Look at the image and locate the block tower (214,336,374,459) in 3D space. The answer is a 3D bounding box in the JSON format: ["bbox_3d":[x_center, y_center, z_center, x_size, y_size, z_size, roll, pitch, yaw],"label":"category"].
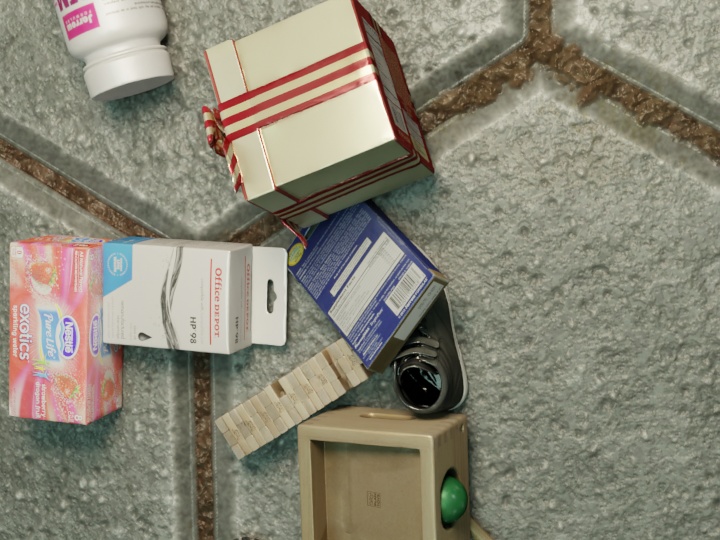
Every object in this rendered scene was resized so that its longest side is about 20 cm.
[{"bbox_3d":[-0.070,0.138,1.307,0.199,0.058,0.054,-34,87,17],"label":"block tower"}]

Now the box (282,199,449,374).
[{"bbox_3d":[0.000,0.000,1.249,0.122,0.032,0.200,-55,47,14],"label":"box"}]

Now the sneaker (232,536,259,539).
[{"bbox_3d":[-0.082,0.389,1.335,0.200,0.080,0.075,39,119,15],"label":"sneaker"}]

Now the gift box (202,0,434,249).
[{"bbox_3d":[-0.047,-0.140,1.185,0.185,0.184,0.202,-19,72,15],"label":"gift box"}]

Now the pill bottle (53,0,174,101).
[{"bbox_3d":[-0.274,-0.294,1.278,0.112,0.113,0.202,-16,93,16],"label":"pill bottle"}]

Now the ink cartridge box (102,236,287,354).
[{"bbox_3d":[-0.185,0.027,1.311,0.198,0.067,0.117,3,97,19],"label":"ink cartridge box"}]

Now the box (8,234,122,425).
[{"bbox_3d":[-0.334,0.065,1.346,0.102,0.095,0.202,5,98,13],"label":"box"}]

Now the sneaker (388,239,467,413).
[{"bbox_3d":[0.058,0.060,1.242,0.070,0.099,0.202,-19,91,18],"label":"sneaker"}]

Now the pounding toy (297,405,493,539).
[{"bbox_3d":[0.054,0.247,1.262,0.198,0.142,0.186,1,97,25],"label":"pounding toy"}]
